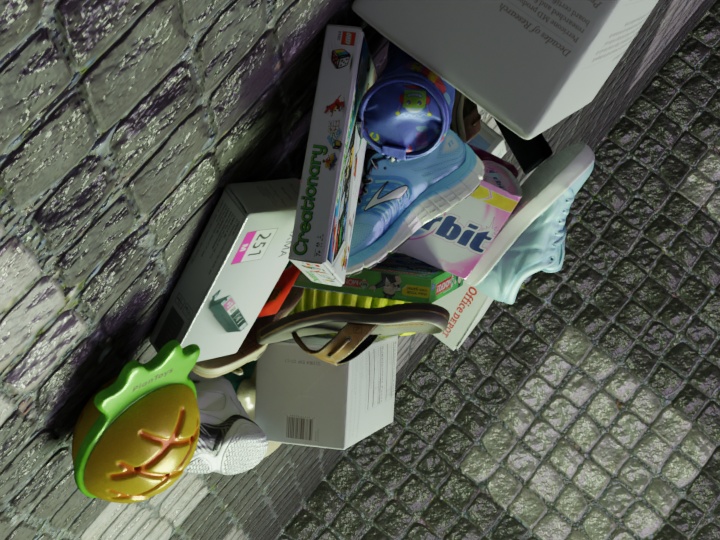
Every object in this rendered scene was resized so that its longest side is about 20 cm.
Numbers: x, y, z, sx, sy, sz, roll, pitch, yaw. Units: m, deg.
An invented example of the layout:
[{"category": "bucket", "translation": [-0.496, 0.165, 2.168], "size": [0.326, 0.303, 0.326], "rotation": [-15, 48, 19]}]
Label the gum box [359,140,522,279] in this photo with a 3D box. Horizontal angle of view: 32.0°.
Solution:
[{"category": "gum box", "translation": [0.058, -0.081, 1.278], "size": [0.114, 0.198, 0.067], "rotation": [-56, -159, 31]}]

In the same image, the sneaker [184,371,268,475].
[{"category": "sneaker", "translation": [-0.197, 0.153, 1.331], "size": [0.198, 0.115, 0.076], "rotation": [14, 120, -40]}]

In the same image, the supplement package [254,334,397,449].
[{"category": "supplement package", "translation": [-0.035, 0.132, 1.458], "size": [0.200, 0.112, 0.111], "rotation": [-7, 101, -72]}]

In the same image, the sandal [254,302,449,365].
[{"category": "sandal", "translation": [-0.008, 0.067, 1.264], "size": [0.082, 0.197, 0.055], "rotation": [105, -17, -78]}]

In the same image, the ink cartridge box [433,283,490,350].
[{"category": "ink cartridge box", "translation": [0.088, -0.016, 1.626], "size": [0.084, 0.199, 0.147], "rotation": [-43, 168, -38]}]

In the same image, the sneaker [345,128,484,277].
[{"category": "sneaker", "translation": [0.017, -0.070, 1.192], "size": [0.199, 0.090, 0.078], "rotation": [-37, -166, -4]}]

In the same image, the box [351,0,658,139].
[{"category": "box", "translation": [0.141, -0.249, 1.075], "size": [0.172, 0.199, 0.199], "rotation": [-59, 168, 28]}]

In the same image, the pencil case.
[{"category": "pencil case", "translation": [0.049, -0.164, 1.121], "size": [0.201, 0.077, 0.088], "rotation": [-70, 180, -60]}]

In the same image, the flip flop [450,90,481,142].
[{"category": "flip flop", "translation": [0.104, -0.152, 1.386], "size": [0.057, 0.203, 0.081], "rotation": [16, 152, -35]}]

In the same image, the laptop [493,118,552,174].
[{"category": "laptop", "translation": [0.187, -0.231, 1.383], "size": [0.187, 0.115, 0.202], "rotation": [118, -3, -87]}]

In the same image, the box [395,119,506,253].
[{"category": "box", "translation": [0.068, -0.104, 1.485], "size": [0.201, 0.112, 0.101], "rotation": [-52, 172, 3]}]

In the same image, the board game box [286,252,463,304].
[{"category": "board game box", "translation": [0.000, 0.000, 1.348], "size": [0.134, 0.197, 0.030], "rotation": [-24, 120, -68]}]

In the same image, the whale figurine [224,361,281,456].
[{"category": "whale figurine", "translation": [-0.130, 0.124, 1.517], "size": [0.159, 0.102, 0.203], "rotation": [-27, 129, -67]}]

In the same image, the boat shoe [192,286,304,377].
[{"category": "boat shoe", "translation": [-0.125, 0.066, 1.338], "size": [0.200, 0.073, 0.063], "rotation": [-39, 161, -53]}]

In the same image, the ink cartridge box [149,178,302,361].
[{"category": "ink cartridge box", "translation": [-0.094, -0.001, 1.202], "size": [0.172, 0.044, 0.201], "rotation": [-10, 140, -46]}]

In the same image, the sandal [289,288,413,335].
[{"category": "sandal", "translation": [-0.018, 0.032, 1.486], "size": [0.087, 0.198, 0.080], "rotation": [42, -63, 60]}]

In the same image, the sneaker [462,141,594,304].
[{"category": "sneaker", "translation": [0.192, -0.046, 1.314], "size": [0.200, 0.081, 0.074], "rotation": [-50, -168, 31]}]

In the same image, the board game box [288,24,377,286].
[{"category": "board game box", "translation": [-0.022, -0.096, 1.091], "size": [0.126, 0.034, 0.203], "rotation": [55, 44, -79]}]

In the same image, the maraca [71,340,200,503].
[{"category": "maraca", "translation": [-0.204, 0.140, 1.158], "size": [0.137, 0.107, 0.201], "rotation": [-31, 153, -39]}]
